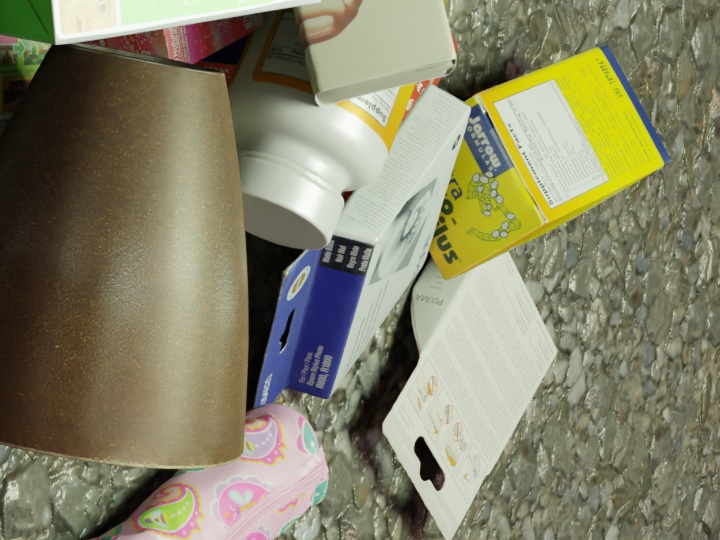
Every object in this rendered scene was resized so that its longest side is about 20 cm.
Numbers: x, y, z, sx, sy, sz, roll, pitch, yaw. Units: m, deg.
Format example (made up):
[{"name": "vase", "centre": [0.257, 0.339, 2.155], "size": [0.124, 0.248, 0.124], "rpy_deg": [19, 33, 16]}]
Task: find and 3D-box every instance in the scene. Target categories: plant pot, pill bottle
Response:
[{"name": "plant pot", "centre": [-0.136, -0.016, 1.187], "size": [0.186, 0.186, 0.202], "rpy_deg": [1, 102, -56]}, {"name": "pill bottle", "centre": [-0.023, -0.120, 1.414], "size": [0.111, 0.110, 0.201], "rpy_deg": [42, 63, -51]}]

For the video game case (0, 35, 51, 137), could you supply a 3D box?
[{"name": "video game case", "centre": [-0.227, -0.103, 1.202], "size": [0.199, 0.023, 0.184], "rpy_deg": [-11, 106, -54]}]

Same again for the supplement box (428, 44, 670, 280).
[{"name": "supplement box", "centre": [0.129, -0.085, 1.703], "size": [0.200, 0.109, 0.109], "rpy_deg": [-24, 84, -51]}]

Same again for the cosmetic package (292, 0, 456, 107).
[{"name": "cosmetic package", "centre": [-0.009, -0.206, 1.305], "size": [0.103, 0.087, 0.202], "rpy_deg": [100, -25, -88]}]

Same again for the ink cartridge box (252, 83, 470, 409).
[{"name": "ink cartridge box", "centre": [0.000, 0.000, 1.547], "size": [0.200, 0.040, 0.200], "rpy_deg": [-53, 168, -34]}]

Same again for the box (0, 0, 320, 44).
[{"name": "box", "centre": [-0.120, -0.234, 1.192], "size": [0.176, 0.096, 0.202], "rpy_deg": [-12, 108, -34]}]

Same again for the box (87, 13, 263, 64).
[{"name": "box", "centre": [-0.136, -0.227, 1.323], "size": [0.095, 0.099, 0.201], "rpy_deg": [-36, 126, -46]}]

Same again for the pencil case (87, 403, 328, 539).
[{"name": "pencil case", "centre": [-0.102, 0.168, 1.475], "size": [0.200, 0.087, 0.088], "rpy_deg": [-38, 127, -47]}]

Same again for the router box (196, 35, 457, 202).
[{"name": "router box", "centre": [-0.021, -0.150, 1.553], "size": [0.201, 0.049, 0.180], "rpy_deg": [-60, 140, -29]}]

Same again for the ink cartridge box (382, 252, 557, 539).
[{"name": "ink cartridge box", "centre": [0.073, 0.087, 1.754], "size": [0.201, 0.050, 0.161], "rpy_deg": [-57, 139, -26]}]
